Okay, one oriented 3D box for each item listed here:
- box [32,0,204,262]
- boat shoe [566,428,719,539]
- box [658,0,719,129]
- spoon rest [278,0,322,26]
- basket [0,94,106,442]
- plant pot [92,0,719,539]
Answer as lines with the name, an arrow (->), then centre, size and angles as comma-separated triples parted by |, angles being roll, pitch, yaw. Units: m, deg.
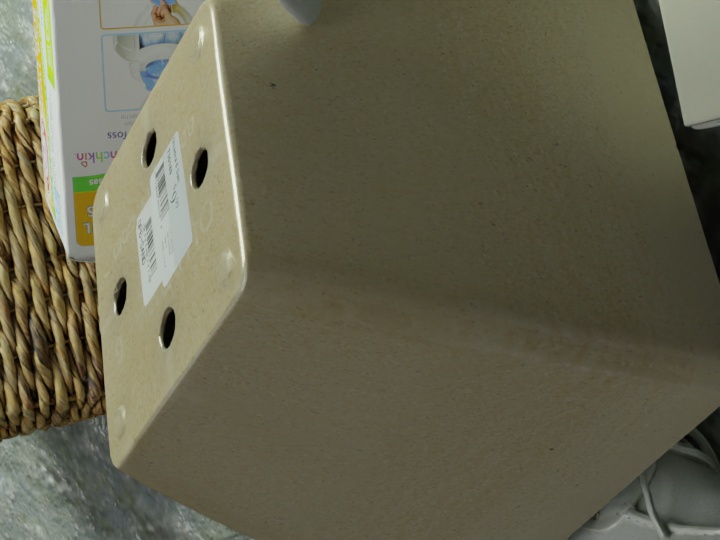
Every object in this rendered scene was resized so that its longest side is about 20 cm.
box -> -0.106, -0.117, 0.882 | 0.113, 0.101, 0.201 | -132, 39, -67
boat shoe -> 0.111, 0.085, 0.750 | 0.202, 0.074, 0.086 | 0, 98, 60
box -> 0.139, -0.156, 0.622 | 0.068, 0.082, 0.201 | -9, 96, 49
spoon rest -> 0.043, -0.141, 0.593 | 0.200, 0.061, 0.100 | -21, 65, 31
basket -> -0.217, 0.002, 1.115 | 0.143, 0.148, 0.201 | 169, 85, -84
plant pot -> 0.000, 0.000, 0.710 | 0.200, 0.176, 0.200 | -53, 37, 45
